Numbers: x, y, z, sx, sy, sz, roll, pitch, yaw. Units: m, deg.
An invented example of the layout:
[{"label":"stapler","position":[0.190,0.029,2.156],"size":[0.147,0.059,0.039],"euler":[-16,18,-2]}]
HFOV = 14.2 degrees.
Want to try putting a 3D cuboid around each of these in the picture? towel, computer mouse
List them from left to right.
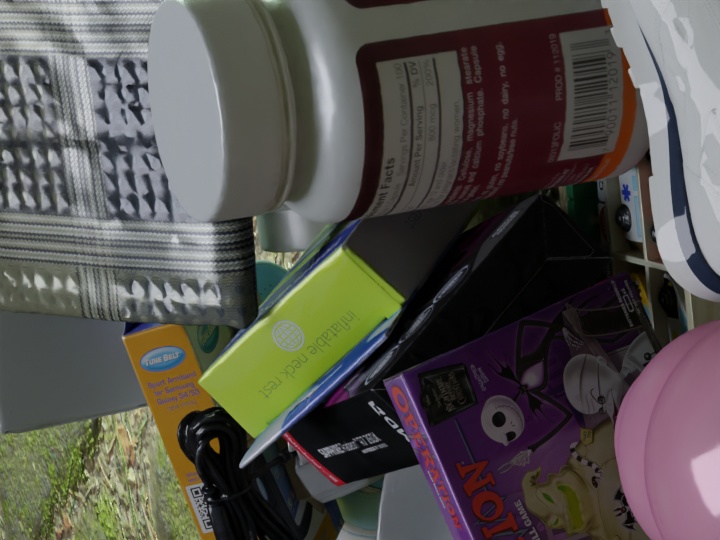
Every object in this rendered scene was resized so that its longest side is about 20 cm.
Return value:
[{"label":"towel","position":[-0.131,-0.071,1.357],"size":[0.200,0.035,0.193],"euler":[5,108,37]},{"label":"computer mouse","position":[-0.007,0.079,1.494],"size":[0.044,0.200,0.110],"euler":[1,118,45]}]

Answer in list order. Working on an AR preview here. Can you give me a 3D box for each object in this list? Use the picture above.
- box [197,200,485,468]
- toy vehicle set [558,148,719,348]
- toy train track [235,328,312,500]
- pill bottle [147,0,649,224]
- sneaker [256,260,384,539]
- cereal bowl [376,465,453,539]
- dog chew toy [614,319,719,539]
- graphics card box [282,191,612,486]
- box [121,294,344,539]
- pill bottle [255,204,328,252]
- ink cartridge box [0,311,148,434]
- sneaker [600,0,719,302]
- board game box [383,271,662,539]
[{"label":"box","position":[0.000,0.000,1.383],"size":[0.048,0.200,0.122],"euler":[43,126,-4]},{"label":"toy vehicle set","position":[0.126,-0.038,1.291],"size":[0.124,0.026,0.201],"euler":[-165,67,-68]},{"label":"toy train track","position":[-0.049,0.022,1.517],"size":[0.115,0.032,0.200],"euler":[-48,-60,-69]},{"label":"pill bottle","position":[0.018,-0.082,1.234],"size":[0.114,0.200,0.114],"euler":[171,90,-69]},{"label":"sneaker","position":[-0.014,0.047,1.634],"size":[0.200,0.079,0.131],"euler":[57,153,27]},{"label":"cereal bowl","position":[0.073,0.166,1.428],"size":[0.200,0.083,0.201],"euler":[180,90,-73]},{"label":"dog chew toy","position":[0.158,0.071,1.139],"size":[0.200,0.124,0.125],"euler":[-172,73,-77]},{"label":"graphics card box","position":[0.035,0.037,1.360],"size":[0.051,0.126,0.200],"euler":[44,165,-6]},{"label":"box","position":[-0.068,0.077,1.529],"size":[0.119,0.041,0.200],"euler":[-61,-45,-66]},{"label":"pill bottle","position":[-0.026,-0.114,1.537],"size":[0.112,0.112,0.201],"euler":[-173,74,-69]},{"label":"ink cartridge box","position":[-0.177,-0.016,1.577],"size":[0.200,0.087,0.146],"euler":[-129,29,-69]},{"label":"sneaker","position":[0.153,-0.089,1.157],"size":[0.080,0.076,0.200],"euler":[-17,88,58]},{"label":"board game box","position":[0.103,0.114,1.235],"size":[0.200,0.120,0.032],"euler":[66,162,1]}]
